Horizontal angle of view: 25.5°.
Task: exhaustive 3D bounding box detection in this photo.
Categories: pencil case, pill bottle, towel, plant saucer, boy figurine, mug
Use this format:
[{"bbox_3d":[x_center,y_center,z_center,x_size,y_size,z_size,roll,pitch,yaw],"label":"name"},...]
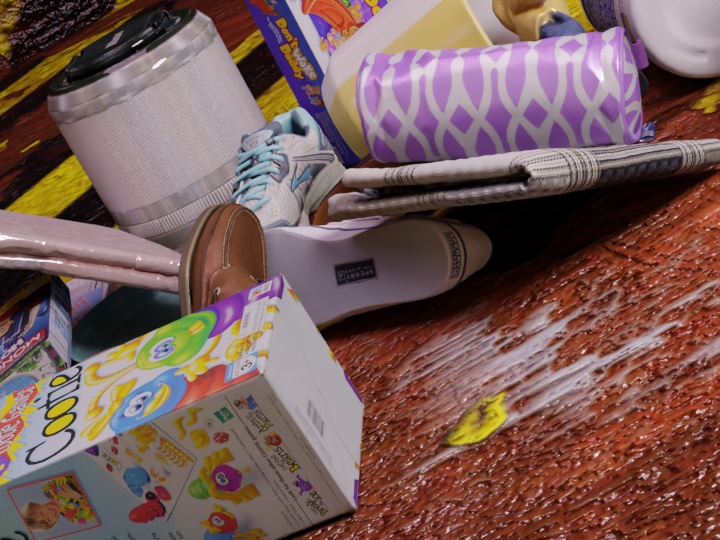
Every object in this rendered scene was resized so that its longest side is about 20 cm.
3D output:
[{"bbox_3d":[0.097,-0.121,1.082,0.199,0.084,0.086,-2,42,17],"label":"pencil case"},{"bbox_3d":[0.233,-0.222,1.222,0.119,0.120,0.200,-29,20,-1],"label":"pill bottle"},{"bbox_3d":[0.103,-0.064,1.023,0.192,0.035,0.200,-11,3,-40],"label":"towel"},{"bbox_3d":[-0.130,0.028,1.224,0.200,0.027,0.200,-21,19,8],"label":"plant saucer"},{"bbox_3d":[0.152,-0.177,1.207,0.064,0.124,0.200,-30,30,6],"label":"boy figurine"},{"bbox_3d":[0.049,-0.153,1.283,0.153,0.150,0.187,-31,11,19],"label":"mug"},{"bbox_3d":[-0.232,-0.017,1.229,0.190,0.032,0.200,9,6,-27],"label":"towel"}]

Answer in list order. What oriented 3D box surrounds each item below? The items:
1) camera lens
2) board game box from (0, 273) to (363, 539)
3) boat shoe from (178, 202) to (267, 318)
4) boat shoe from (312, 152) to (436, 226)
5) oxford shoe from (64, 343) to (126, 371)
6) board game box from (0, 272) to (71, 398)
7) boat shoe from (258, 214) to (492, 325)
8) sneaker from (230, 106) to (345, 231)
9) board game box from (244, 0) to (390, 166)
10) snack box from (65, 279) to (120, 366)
[{"bbox_3d":[-0.163,-0.114,1.379,0.160,0.200,0.160,-25,20,10],"label":"camera lens"},{"bbox_3d":[-0.111,0.103,0.901,0.200,0.105,0.103,-23,27,16],"label":"board game box"},{"bbox_3d":[-0.077,0.036,1.037,0.068,0.072,0.201,-19,49,30],"label":"boat shoe"},{"bbox_3d":[0.048,-0.081,1.175,0.200,0.071,0.070,-34,-2,11],"label":"boat shoe"},{"bbox_3d":[-0.176,0.085,1.017,0.200,0.070,0.075,-35,23,43],"label":"oxford shoe"},{"bbox_3d":[-0.280,0.113,1.151,0.200,0.062,0.200,-39,22,6],"label":"board game box"},{"bbox_3d":[0.000,0.000,1.089,0.200,0.074,0.065,-1,6,40],"label":"boat shoe"},{"bbox_3d":[-0.075,-0.064,1.227,0.077,0.087,0.200,-14,21,23],"label":"sneaker"},{"bbox_3d":[-0.021,-0.212,1.428,0.045,0.200,0.135,-11,26,40],"label":"board game box"},{"bbox_3d":[-0.244,0.047,1.355,0.072,0.024,0.200,-25,20,4],"label":"snack box"}]
